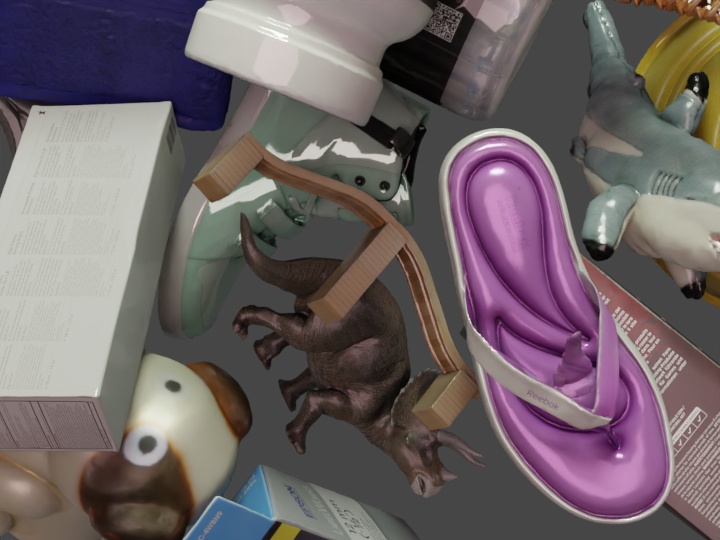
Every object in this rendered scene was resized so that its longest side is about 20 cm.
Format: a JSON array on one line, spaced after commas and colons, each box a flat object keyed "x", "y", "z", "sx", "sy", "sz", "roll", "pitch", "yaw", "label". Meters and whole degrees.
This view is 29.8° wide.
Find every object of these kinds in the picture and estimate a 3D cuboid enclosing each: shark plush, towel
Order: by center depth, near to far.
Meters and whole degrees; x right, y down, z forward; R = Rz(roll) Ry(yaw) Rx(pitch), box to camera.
[{"x": -0.131, "y": -0.174, "z": 0.709, "sx": 0.147, "sy": 0.050, "sz": 0.201, "roll": 10, "pitch": 131, "yaw": -4, "label": "towel"}, {"x": 0.168, "y": -0.071, "z": 0.737, "sx": 0.091, "sy": 0.201, "sz": 0.083, "roll": 27, "pitch": 126, "yaw": -26, "label": "shark plush"}]

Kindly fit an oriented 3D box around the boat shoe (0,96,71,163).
[{"x": -0.186, "y": -0.105, "z": 0.816, "sx": 0.074, "sy": 0.065, "sz": 0.203, "roll": -18, "pitch": 91, "yaw": -1, "label": "boat shoe"}]

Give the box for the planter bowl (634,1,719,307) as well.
[{"x": 0.245, "y": -0.067, "z": 0.753, "sx": 0.199, "sy": 0.083, "sz": 0.202, "roll": 1, "pitch": 96, "yaw": 7, "label": "planter bowl"}]

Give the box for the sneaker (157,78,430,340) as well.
[{"x": -0.036, "y": -0.030, "z": 0.793, "sx": 0.118, "sy": 0.074, "sz": 0.201, "roll": 28, "pitch": 96, "yaw": 10, "label": "sneaker"}]

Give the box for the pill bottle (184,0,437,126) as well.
[{"x": -0.005, "y": -0.178, "z": 0.634, "sx": 0.116, "sy": 0.116, "sz": 0.201, "roll": 22, "pitch": 96, "yaw": 4, "label": "pill bottle"}]

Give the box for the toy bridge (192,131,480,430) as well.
[{"x": 0.000, "y": 0.000, "z": 0.748, "sx": 0.200, "sy": 0.027, "sz": 0.067, "roll": 46, "pitch": 64, "yaw": -12, "label": "toy bridge"}]

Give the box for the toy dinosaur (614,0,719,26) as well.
[{"x": 0.123, "y": -0.189, "z": 0.674, "sx": 0.136, "sy": 0.102, "sz": 0.200, "roll": -39, "pitch": 87, "yaw": -3, "label": "toy dinosaur"}]

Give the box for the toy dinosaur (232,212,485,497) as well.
[{"x": -0.011, "y": 0.042, "z": 0.794, "sx": 0.102, "sy": 0.077, "sz": 0.201, "roll": -24, "pitch": 105, "yaw": 4, "label": "toy dinosaur"}]

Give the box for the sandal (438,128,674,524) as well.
[{"x": 0.087, "y": 0.031, "z": 0.645, "sx": 0.082, "sy": 0.050, "sz": 0.204, "roll": -25, "pitch": 89, "yaw": 3, "label": "sandal"}]

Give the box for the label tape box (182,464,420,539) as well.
[{"x": -0.063, "y": 0.188, "z": 0.764, "sx": 0.200, "sy": 0.066, "sz": 0.144, "roll": 30, "pitch": 102, "yaw": -42, "label": "label tape box"}]

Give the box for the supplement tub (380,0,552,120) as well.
[{"x": 0.009, "y": -0.177, "z": 0.753, "sx": 0.199, "sy": 0.123, "sz": 0.123, "roll": 27, "pitch": 98, "yaw": 3, "label": "supplement tub"}]

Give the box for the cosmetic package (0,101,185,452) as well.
[{"x": -0.148, "y": -0.002, "z": 0.696, "sx": 0.082, "sy": 0.201, "sz": 0.051, "roll": 1, "pitch": 139, "yaw": 6, "label": "cosmetic package"}]

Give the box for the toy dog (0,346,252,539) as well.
[{"x": -0.154, "y": 0.103, "z": 0.754, "sx": 0.199, "sy": 0.140, "sz": 0.195, "roll": -12, "pitch": 116, "yaw": 47, "label": "toy dog"}]

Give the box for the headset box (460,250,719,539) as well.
[{"x": 0.139, "y": 0.059, "z": 0.742, "sx": 0.200, "sy": 0.149, "sz": 0.077, "roll": 38, "pitch": 91, "yaw": 2, "label": "headset box"}]
